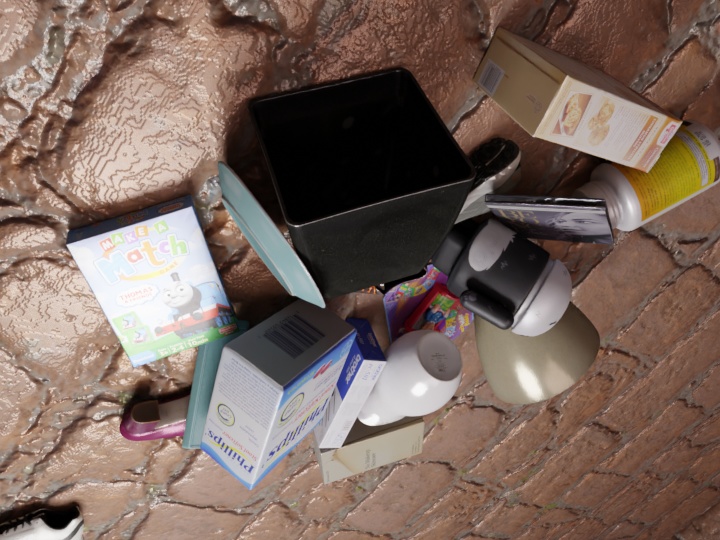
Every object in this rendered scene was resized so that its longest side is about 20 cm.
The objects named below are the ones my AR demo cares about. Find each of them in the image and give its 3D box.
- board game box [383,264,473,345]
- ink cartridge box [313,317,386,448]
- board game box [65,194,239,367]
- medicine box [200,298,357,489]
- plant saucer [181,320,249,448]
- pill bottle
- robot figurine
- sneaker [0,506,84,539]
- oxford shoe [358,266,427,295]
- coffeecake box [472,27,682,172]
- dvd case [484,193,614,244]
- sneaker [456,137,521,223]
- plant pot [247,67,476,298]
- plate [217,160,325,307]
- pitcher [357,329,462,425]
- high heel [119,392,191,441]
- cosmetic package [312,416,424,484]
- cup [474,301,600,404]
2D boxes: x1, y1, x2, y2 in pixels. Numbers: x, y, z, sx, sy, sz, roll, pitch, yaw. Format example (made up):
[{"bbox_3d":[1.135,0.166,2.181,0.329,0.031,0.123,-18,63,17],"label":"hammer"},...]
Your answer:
[{"bbox_3d":[0.123,0.078,0.958,0.155,0.039,0.202,-19,133,-8],"label":"board game box"},{"bbox_3d":[-0.027,0.185,0.944,0.043,0.095,0.202,8,124,-28],"label":"ink cartridge box"},{"bbox_3d":[-0.254,0.019,0.740,0.149,0.037,0.203,-18,126,-9],"label":"board game box"},{"bbox_3d":[-0.115,0.166,0.826,0.182,0.102,0.202,-33,149,-53],"label":"medicine box"},{"bbox_3d":[-0.211,0.170,0.854,0.069,0.019,0.204,7,103,-28],"label":"plant saucer"},{"bbox_3d":[0.425,-0.133,0.874,0.198,0.110,0.110,-28,133,0],"label":"pill bottle"},{"bbox_3d":[0.202,0.008,0.836,0.152,0.198,0.125,-56,168,-6],"label":"robot figurine"},{"bbox_3d":[-0.547,0.420,0.935,0.197,0.074,0.081,6,110,-33],"label":"sneaker"},{"bbox_3d":[0.000,0.000,0.820,0.196,0.073,0.072,-15,133,-11],"label":"oxford shoe"},{"bbox_3d":[0.261,-0.207,0.711,0.197,0.155,0.074,8,125,-28],"label":"coffeecake box"},{"bbox_3d":[0.267,-0.068,0.804,0.199,0.146,0.016,23,76,-61],"label":"dvd case"},{"bbox_3d":[0.141,-0.094,0.808,0.198,0.074,0.080,-33,138,4],"label":"sneaker"},{"bbox_3d":[-0.003,-0.087,0.681,0.196,0.202,0.179,-16,144,-10],"label":"plant pot"},{"bbox_3d":[-0.108,-0.033,0.661,0.025,0.200,0.201,-37,133,-9],"label":"plate"},{"bbox_3d":[0.098,0.176,0.939,0.169,0.123,0.200,-1,150,-28],"label":"pitcher"},{"bbox_3d":[-0.269,0.228,0.912,0.197,0.069,0.096,8,147,-31],"label":"high heel"},{"bbox_3d":[0.014,0.310,1.078,0.196,0.074,0.105,-15,132,-13],"label":"cosmetic package"},{"bbox_3d":[0.265,0.093,0.952,0.199,0.201,0.144,-34,108,6],"label":"cup"}]
